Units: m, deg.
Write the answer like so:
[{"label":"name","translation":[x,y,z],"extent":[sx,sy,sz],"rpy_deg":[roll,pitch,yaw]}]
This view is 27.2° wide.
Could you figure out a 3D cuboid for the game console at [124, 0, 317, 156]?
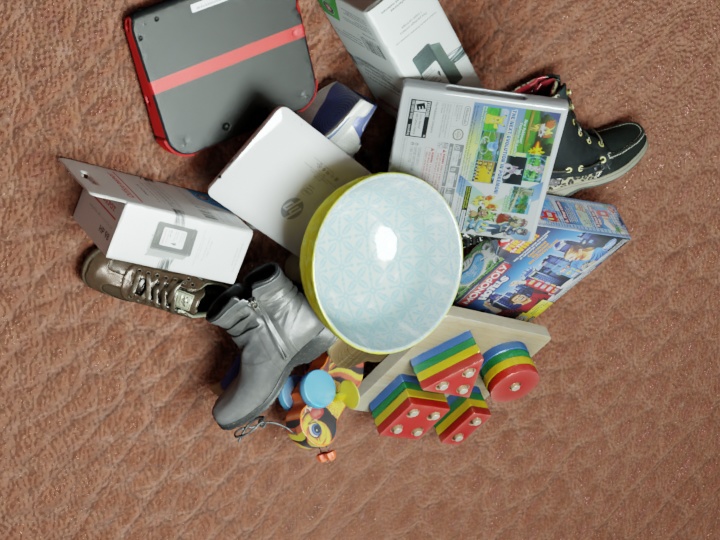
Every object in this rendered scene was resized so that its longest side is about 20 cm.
[{"label":"game console","translation":[-0.149,-0.232,1.643],"extent":[0.200,0.031,0.177],"rpy_deg":[-25,119,-20]}]

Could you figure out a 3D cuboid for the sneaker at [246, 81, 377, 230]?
[{"label":"sneaker","translation":[-0.039,-0.116,1.738],"extent":[0.115,0.081,0.200],"rpy_deg":[27,104,-41]}]

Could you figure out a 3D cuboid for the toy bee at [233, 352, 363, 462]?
[{"label":"toy bee","translation":[-0.058,0.175,1.828],"extent":[0.200,0.131,0.109],"rpy_deg":[-39,104,-15]}]

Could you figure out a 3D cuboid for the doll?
[{"label":"doll","translation":[-0.108,0.069,1.792],"extent":[0.136,0.048,0.200],"rpy_deg":[21,99,-56]}]

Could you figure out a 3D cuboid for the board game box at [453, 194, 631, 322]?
[{"label":"board game box","translation":[0.206,-0.028,1.899],"extent":[0.200,0.062,0.200],"rpy_deg":[20,128,-42]}]

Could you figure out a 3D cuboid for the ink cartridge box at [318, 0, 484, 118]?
[{"label":"ink cartridge box","translation":[0.044,-0.256,1.672],"extent":[0.083,0.147,0.200],"rpy_deg":[-40,128,-8]}]

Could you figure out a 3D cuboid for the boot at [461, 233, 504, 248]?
[{"label":"boot","translation":[0.114,-0.033,1.768],"extent":[0.077,0.138,0.201],"rpy_deg":[51,54,-66]}]

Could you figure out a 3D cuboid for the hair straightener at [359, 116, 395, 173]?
[{"label":"hair straightener","translation":[0.039,-0.129,1.794],"extent":[0.077,0.041,0.200],"rpy_deg":[30,96,-38]}]

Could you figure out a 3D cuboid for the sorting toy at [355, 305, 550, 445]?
[{"label":"sorting toy","translation":[0.122,0.143,1.895],"extent":[0.200,0.070,0.199],"rpy_deg":[13,133,-41]}]

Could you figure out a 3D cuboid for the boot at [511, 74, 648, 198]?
[{"label":"boot","translation":[0.274,-0.181,1.887],"extent":[0.203,0.073,0.154],"rpy_deg":[-25,129,-15]}]

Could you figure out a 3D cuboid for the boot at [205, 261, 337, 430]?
[{"label":"boot","translation":[-0.131,0.082,1.699],"extent":[0.200,0.070,0.132],"rpy_deg":[-46,122,11]}]

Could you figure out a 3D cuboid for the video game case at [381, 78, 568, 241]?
[{"label":"video game case","translation":[0.124,-0.121,1.670],"extent":[0.182,0.022,0.200],"rpy_deg":[7,133,-2]}]

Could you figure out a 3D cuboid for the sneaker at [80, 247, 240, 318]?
[{"label":"sneaker","translation":[-0.215,0.014,1.688],"extent":[0.200,0.076,0.071],"rpy_deg":[9,108,-34]}]

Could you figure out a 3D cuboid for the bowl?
[{"label":"bowl","translation":[0.005,-0.013,1.676],"extent":[0.200,0.108,0.201],"rpy_deg":[-5,99,-32]}]

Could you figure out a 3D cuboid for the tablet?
[{"label":"tablet","translation":[-0.066,-0.089,1.680],"extent":[0.130,0.014,0.200],"rpy_deg":[-48,130,8]}]

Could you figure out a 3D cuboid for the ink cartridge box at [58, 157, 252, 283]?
[{"label":"ink cartridge box","translation":[-0.233,-0.054,1.619],"extent":[0.200,0.116,0.067],"rpy_deg":[13,106,-34]}]

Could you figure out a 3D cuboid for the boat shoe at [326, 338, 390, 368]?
[{"label":"boat shoe","translation":[-0.002,0.073,1.803],"extent":[0.071,0.065,0.200],"rpy_deg":[-39,164,13]}]

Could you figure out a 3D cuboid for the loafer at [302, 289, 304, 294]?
[{"label":"loafer","translation":[0.000,0.000,1.796],"extent":[0.200,0.072,0.063],"rpy_deg":[-15,120,-51]}]
